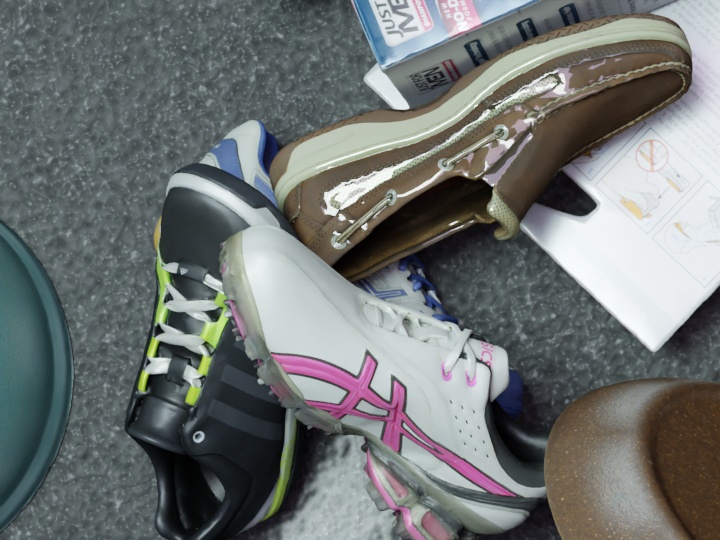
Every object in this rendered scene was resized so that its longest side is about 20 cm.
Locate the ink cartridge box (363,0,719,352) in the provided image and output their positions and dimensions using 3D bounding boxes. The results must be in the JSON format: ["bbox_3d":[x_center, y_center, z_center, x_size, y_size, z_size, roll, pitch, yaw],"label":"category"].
[{"bbox_3d":[0.132,-0.086,1.345,0.200,0.044,0.174,44,92,13],"label":"ink cartridge box"}]

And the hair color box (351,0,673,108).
[{"bbox_3d":[0.097,-0.146,1.288,0.200,0.100,0.061,-24,78,5],"label":"hair color box"}]

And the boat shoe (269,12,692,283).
[{"bbox_3d":[0.063,-0.047,1.288,0.202,0.075,0.075,-23,62,10],"label":"boat shoe"}]

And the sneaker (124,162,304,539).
[{"bbox_3d":[-0.068,0.050,1.294,0.072,0.083,0.200,17,128,32],"label":"sneaker"}]

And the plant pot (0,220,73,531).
[{"bbox_3d":[-0.253,0.045,1.350,0.200,0.134,0.200,-2,81,11],"label":"plant pot"}]

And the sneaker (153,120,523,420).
[{"bbox_3d":[0.000,0.000,1.341,0.200,0.075,0.088,31,88,12],"label":"sneaker"}]

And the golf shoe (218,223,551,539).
[{"bbox_3d":[0.016,0.041,1.246,0.092,0.200,0.073,-31,34,18],"label":"golf shoe"}]

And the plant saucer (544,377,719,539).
[{"bbox_3d":[0.175,0.114,1.236,0.200,0.200,0.037,44,126,13],"label":"plant saucer"}]
